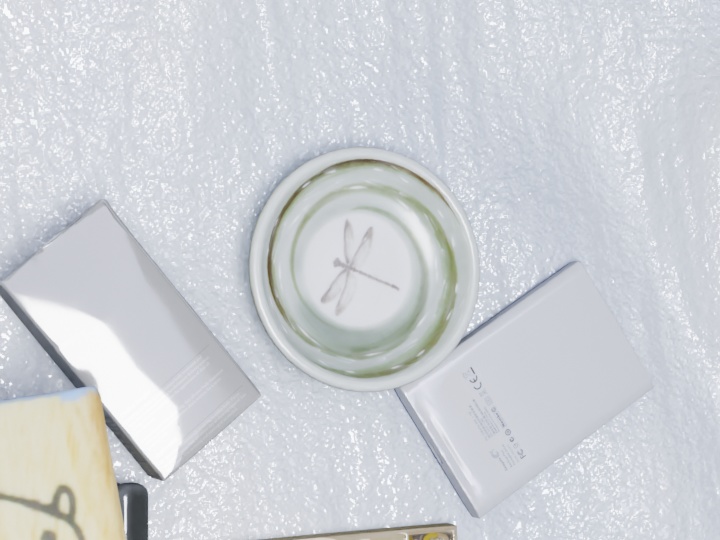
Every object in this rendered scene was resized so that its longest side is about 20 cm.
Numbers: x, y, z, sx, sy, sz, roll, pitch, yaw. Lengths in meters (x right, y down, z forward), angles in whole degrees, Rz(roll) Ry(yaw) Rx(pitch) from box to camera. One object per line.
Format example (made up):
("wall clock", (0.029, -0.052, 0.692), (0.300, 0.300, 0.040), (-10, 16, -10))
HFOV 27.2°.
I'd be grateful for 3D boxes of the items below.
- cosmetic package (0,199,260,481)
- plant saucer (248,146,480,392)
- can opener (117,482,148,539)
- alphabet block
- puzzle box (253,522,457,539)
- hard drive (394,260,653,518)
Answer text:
("cosmetic package", (-0.182, 0.055, 1.157), (0.107, 0.090, 0.200), (-39, 94, -16))
("plant saucer", (0.000, 0.000, 1.235), (0.199, 0.050, 0.202), (1, 86, -17))
("can opener", (-0.182, 0.266, 1.165), (0.066, 0.052, 0.202), (-2, 87, -52))
("alphabet block", (-0.264, 0.218, 1.032), (0.194, 0.197, 0.201), (-9, 67, -17))
("puzzle box", (-0.012, 0.283, 1.222), (0.198, 0.025, 0.134), (-3, 87, -18))
("hard drive", (0.143, 0.101, 1.284), (0.199, 0.025, 0.132), (-34, 96, -17))
